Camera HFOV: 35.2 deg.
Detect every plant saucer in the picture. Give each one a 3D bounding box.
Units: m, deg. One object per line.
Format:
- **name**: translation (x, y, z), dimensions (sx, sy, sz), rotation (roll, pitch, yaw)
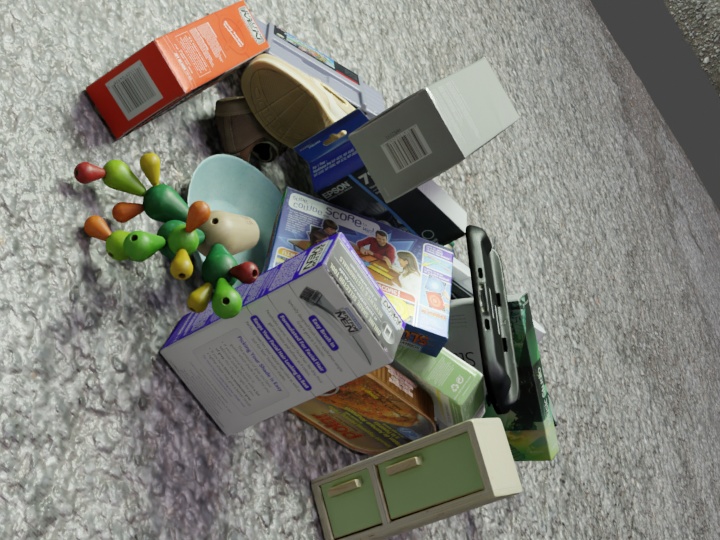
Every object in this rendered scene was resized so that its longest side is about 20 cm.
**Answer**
- **plant saucer**: translation (-0.121, -0.020, 1.175), dimensions (0.201, 0.038, 0.203), rotation (41, 36, -38)

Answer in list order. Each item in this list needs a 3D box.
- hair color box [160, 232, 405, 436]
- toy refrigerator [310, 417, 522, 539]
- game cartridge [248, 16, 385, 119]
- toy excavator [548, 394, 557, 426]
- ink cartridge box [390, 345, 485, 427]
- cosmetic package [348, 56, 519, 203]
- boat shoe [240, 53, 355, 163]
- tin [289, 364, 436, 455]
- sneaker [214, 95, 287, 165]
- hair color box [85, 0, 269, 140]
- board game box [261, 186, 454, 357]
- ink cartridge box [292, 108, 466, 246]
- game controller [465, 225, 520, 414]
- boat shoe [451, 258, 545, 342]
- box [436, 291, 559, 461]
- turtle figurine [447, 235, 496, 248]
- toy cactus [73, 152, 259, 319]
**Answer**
- **hair color box**: translation (-0.071, 0.061, 1.027), dimensions (0.110, 0.198, 0.065), rotation (54, 31, -18)
- **toy refrigerator**: translation (0.051, 0.213, 1.117), dimensions (0.070, 0.198, 0.077), rotation (8, 61, -56)
- **game cartridge**: translation (-0.059, -0.234, 1.342), dimensions (0.198, 0.039, 0.130), rotation (29, 24, -15)
- **toy excavator**: translation (0.194, 0.131, 1.531), dimensions (0.195, 0.099, 0.203), rotation (47, 28, -56)
- **ink cartridge box**: translation (0.048, 0.094, 1.254), dimensions (0.199, 0.048, 0.146), rotation (35, -13, 19)
- **cosmetic package**: translation (0.082, -0.150, 1.191), dimensions (0.091, 0.106, 0.200), rotation (58, 28, -6)
- **boat shoe**: translation (-0.053, -0.172, 1.244), dimensions (0.200, 0.073, 0.070), rotation (40, 31, -33)
- **tin**: translation (-0.002, 0.135, 1.179), dimensions (0.200, 0.111, 0.042), rotation (39, 36, -40)
- **sneaker**: translation (-0.108, -0.164, 1.301), dimensions (0.199, 0.069, 0.077), rotation (-23, 113, -63)
- **hair color box**: translation (-0.180, -0.207, 1.154), dimensions (0.062, 0.101, 0.200), rotation (58, 30, -11)
- **board game box**: translation (0.000, 0.000, 1.183), dimensions (0.197, 0.035, 0.136), rotation (21, 43, -10)
- **ink cartridge box**: translation (0.023, -0.086, 1.251), dimensions (0.200, 0.099, 0.040), rotation (40, 39, -33)
- **game controller**: translation (0.139, 0.052, 1.242), dimensions (0.104, 0.042, 0.203), rotation (46, 34, -56)
- **boat shoe**: translation (0.135, 0.043, 1.400), dimensions (0.199, 0.068, 0.072), rotation (37, 8, -17)
- **box**: translation (0.149, 0.131, 1.358), dimensions (0.036, 0.143, 0.203), rotation (-33, 112, -55)
- **turtle figurine**: translation (0.111, 0.016, 1.479), dimensions (0.148, 0.100, 0.203), rotation (18, 69, -32)
- **toy cactus**: translation (-0.152, -0.040, 1.027), dimensions (0.199, 0.103, 0.164), rotation (35, 22, 26)
